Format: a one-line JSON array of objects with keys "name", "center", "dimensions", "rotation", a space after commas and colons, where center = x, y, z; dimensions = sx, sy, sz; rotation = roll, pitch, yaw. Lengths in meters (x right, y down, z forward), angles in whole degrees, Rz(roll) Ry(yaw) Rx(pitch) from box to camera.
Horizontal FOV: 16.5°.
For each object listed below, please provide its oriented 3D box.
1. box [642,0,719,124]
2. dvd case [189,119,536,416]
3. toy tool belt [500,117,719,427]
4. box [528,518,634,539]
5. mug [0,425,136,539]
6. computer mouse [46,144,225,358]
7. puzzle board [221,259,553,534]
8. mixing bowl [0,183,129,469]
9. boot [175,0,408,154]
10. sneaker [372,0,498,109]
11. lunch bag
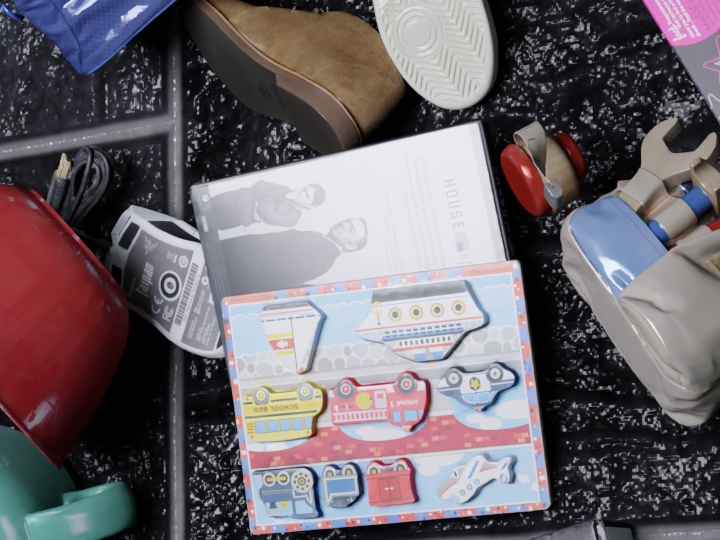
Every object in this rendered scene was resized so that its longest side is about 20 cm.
[{"name": "box", "center": [0.247, -0.152, 1.406], "dimensions": [0.132, 0.115, 0.201], "rotation": [-37, 66, 20]}, {"name": "dvd case", "center": [0.000, 0.000, 1.550], "dimensions": [0.199, 0.025, 0.151], "rotation": [-12, 90, 19]}, {"name": "toy tool belt", "center": [0.183, -0.020, 1.439], "dimensions": [0.122, 0.125, 0.201], "rotation": [-30, 67, -10]}, {"name": "box", "center": [0.091, 0.270, 1.474], "dimensions": [0.199, 0.050, 0.200], "rotation": [-21, 71, 28]}, {"name": "mug", "center": [-0.259, 0.173, 1.638], "dimensions": [0.152, 0.114, 0.185], "rotation": [44, 104, 5]}, {"name": "computer mouse", "center": [-0.138, -0.002, 1.661], "dimensions": [0.199, 0.044, 0.110], "rotation": [30, 108, 31]}, {"name": "puzzle board", "center": [0.013, 0.080, 1.530], "dimensions": [0.199, 0.017, 0.152], "rotation": [-7, 93, 20]}, {"name": "mixing bowl", "center": [-0.220, 0.019, 1.601], "dimensions": [0.108, 0.200, 0.200], "rotation": [-41, 61, -7]}, {"name": "boot", "center": [-0.047, -0.144, 1.629], "dimensions": [0.075, 0.074, 0.200], "rotation": [-41, 52, -16]}, {"name": "sneaker", "center": [0.037, -0.200, 1.577], "dimensions": [0.075, 0.085, 0.201], "rotation": [-22, 95, 18]}, {"name": "lunch bag", "center": [-0.165, -0.235, 1.630], "dimensions": [0.200, 0.136, 0.132], "rotation": [-39, 106, 14]}]
